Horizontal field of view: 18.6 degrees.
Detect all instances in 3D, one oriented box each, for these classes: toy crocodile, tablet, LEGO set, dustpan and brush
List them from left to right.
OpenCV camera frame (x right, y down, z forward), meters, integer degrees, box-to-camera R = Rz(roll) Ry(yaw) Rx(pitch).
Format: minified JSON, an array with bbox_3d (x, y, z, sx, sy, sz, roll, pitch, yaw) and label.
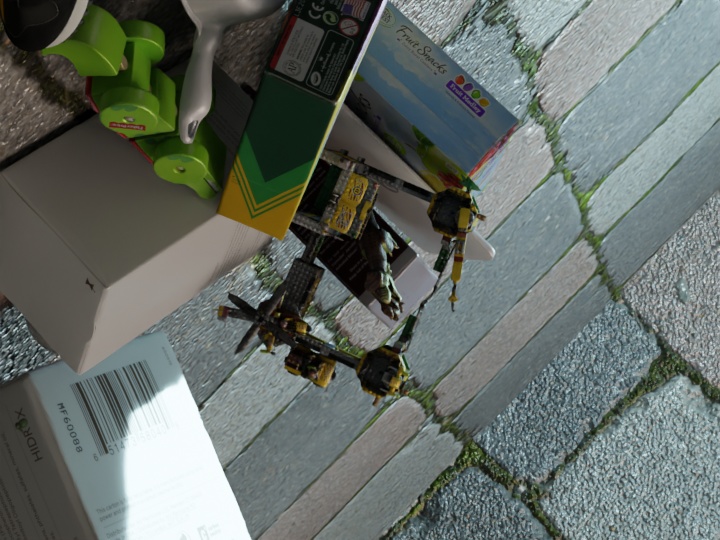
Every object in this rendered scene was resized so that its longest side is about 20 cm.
[{"bbox_3d":[-0.143,-0.109,1.466,0.061,0.068,0.200,-8,153,21],"label":"toy crocodile"},{"bbox_3d":[-0.087,-0.183,1.432,0.139,0.057,0.202,9,84,-60],"label":"dustpan and brush"},{"bbox_3d":[0.000,0.000,1.619,0.201,0.153,0.116,-58,175,5],"label":"LEGO set"},{"bbox_3d":[0.014,-0.076,1.759,0.014,0.200,0.130,-52,-158,-13],"label":"tablet"}]

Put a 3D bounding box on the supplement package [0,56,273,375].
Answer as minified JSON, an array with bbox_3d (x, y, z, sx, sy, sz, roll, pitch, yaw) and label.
[{"bbox_3d":[-0.158,-0.044,1.591,0.200,0.120,0.122,-36,164,-34],"label":"supplement package"}]

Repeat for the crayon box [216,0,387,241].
[{"bbox_3d":[-0.029,-0.150,1.515,0.173,0.058,0.201,117,-5,-56],"label":"crayon box"}]

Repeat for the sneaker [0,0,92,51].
[{"bbox_3d":[-0.194,-0.197,1.228,0.089,0.070,0.201,-17,151,-31],"label":"sneaker"}]

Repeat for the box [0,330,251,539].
[{"bbox_3d":[-0.232,0.181,1.754,0.170,0.201,0.199,-24,177,29],"label":"box"}]

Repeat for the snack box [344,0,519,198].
[{"bbox_3d":[0.033,-0.126,1.741,0.068,0.169,0.200,-46,175,-13],"label":"snack box"}]

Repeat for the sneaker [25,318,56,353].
[{"bbox_3d":[-0.178,-0.022,1.690,0.200,0.080,0.089,-41,157,-13],"label":"sneaker"}]

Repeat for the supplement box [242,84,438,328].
[{"bbox_3d":[-0.032,-0.050,1.756,0.061,0.200,0.109,-45,165,0],"label":"supplement box"}]
